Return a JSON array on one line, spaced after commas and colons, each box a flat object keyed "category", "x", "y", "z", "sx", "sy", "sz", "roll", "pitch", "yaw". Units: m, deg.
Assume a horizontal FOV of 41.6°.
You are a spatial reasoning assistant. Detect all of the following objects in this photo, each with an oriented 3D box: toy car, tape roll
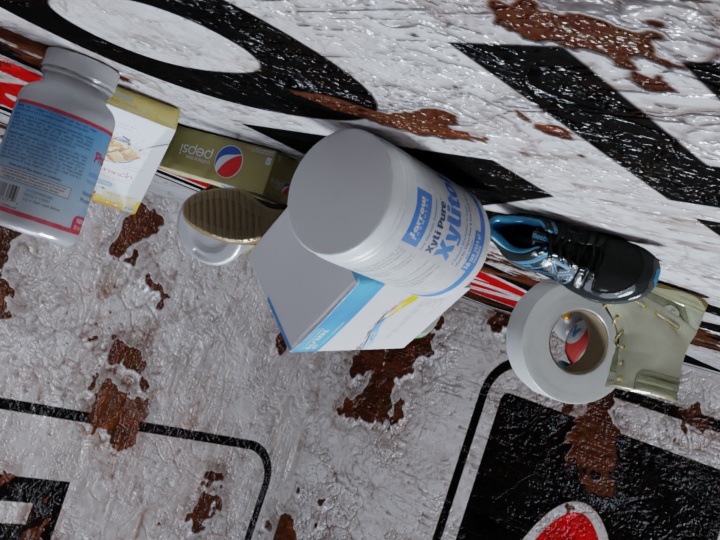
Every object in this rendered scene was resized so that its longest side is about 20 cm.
[{"category": "toy car", "x": 0.411, "y": 0.104, "z": 1.769, "sx": 0.177, "sy": 0.184, "sz": 0.200, "roll": 22, "pitch": -156, "yaw": -51}, {"category": "tape roll", "x": 0.340, "y": 0.111, "z": 1.540, "sx": 0.202, "sy": 0.203, "sz": 0.071, "roll": 19, "pitch": 178, "yaw": -13}]

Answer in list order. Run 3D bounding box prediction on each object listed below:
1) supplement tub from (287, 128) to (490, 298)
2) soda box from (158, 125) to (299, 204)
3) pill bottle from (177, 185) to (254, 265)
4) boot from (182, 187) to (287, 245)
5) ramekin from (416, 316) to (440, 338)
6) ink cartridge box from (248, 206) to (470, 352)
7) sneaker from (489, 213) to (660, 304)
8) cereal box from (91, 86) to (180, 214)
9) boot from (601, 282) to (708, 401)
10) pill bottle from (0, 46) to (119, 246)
[{"category": "supplement tub", "x": 0.035, "y": -0.052, "z": 0.972, "sx": 0.132, "sy": 0.133, "sz": 0.200, "roll": 17, "pitch": 178, "yaw": 37}, {"category": "soda box", "x": -0.188, "y": -0.147, "z": 1.309, "sx": 0.199, "sy": 0.064, "sz": 0.068, "roll": 17, "pitch": 177, "yaw": 27}, {"category": "pill bottle", "x": -0.179, "y": -0.087, "z": 1.427, "sx": 0.111, "sy": 0.112, "sz": 0.200, "roll": 18, "pitch": -157, "yaw": 16}, {"category": "boot", "x": -0.133, "y": -0.055, "z": 1.282, "sx": 0.199, "sy": 0.073, "sz": 0.166, "roll": 6, "pitch": 171, "yaw": -3}, {"category": "ramekin", "x": 0.063, "y": 0.009, "z": 1.460, "sx": 0.097, "sy": 0.201, "sz": 0.200, "roll": 8, "pitch": 173, "yaw": 27}, {"category": "ink cartridge box", "x": 0.000, "y": 0.000, "z": 1.162, "sx": 0.199, "sy": 0.146, "sz": 0.147, "roll": 3, "pitch": -129, "yaw": -44}, {"category": "sneaker", "x": 0.226, "y": -0.015, "z": 1.041, "sx": 0.199, "sy": 0.074, "sz": 0.082, "roll": 16, "pitch": 175, "yaw": 36}, {"category": "cereal box", "x": -0.328, "y": -0.159, "z": 1.214, "sx": 0.143, "sy": 0.040, "sz": 0.200, "roll": 19, "pitch": 144, "yaw": -18}, {"category": "boot", "x": 0.353, "y": 0.083, "z": 1.293, "sx": 0.199, "sy": 0.155, "sz": 0.072, "roll": 18, "pitch": 177, "yaw": 12}, {"category": "pill bottle", "x": -0.337, "y": -0.136, "z": 1.046, "sx": 0.108, "sy": 0.201, "sz": 0.109, "roll": 19, "pitch": 178, "yaw": 1}]
